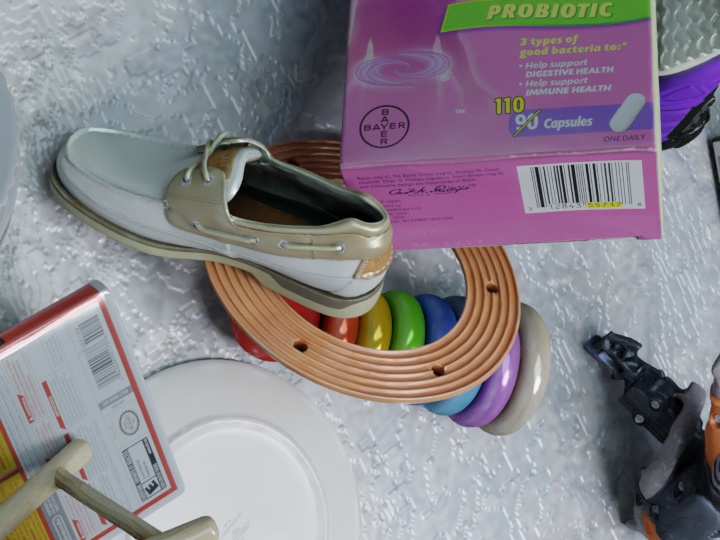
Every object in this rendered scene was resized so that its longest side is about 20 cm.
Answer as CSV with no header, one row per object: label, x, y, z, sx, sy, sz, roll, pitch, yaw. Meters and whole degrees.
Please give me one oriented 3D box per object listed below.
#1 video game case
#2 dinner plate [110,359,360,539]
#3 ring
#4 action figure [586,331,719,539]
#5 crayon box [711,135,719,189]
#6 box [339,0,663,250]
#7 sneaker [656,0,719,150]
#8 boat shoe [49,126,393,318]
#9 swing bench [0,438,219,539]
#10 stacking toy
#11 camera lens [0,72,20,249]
video game case,-0.197,0.111,0.912,0.199,0.017,0.144,-31,125,-22
dinner plate,-0.080,0.153,1.024,0.199,0.024,0.201,2,86,-32
ring,0.000,0.000,1.029,0.199,0.019,0.201,13,46,-13
action figure,0.215,0.118,1.132,0.200,0.194,0.105,41,56,12
crayon box,0.354,-0.015,1.288,0.172,0.058,0.201,-12,93,-33
box,0.086,-0.123,1.021,0.097,0.175,0.201,70,20,-58
sneaker,0.200,-0.124,1.123,0.099,0.200,0.070,24,61,-31
boat shoe,-0.075,-0.043,0.971,0.199,0.069,0.075,19,47,1
swing bench,-0.163,0.230,0.871,0.200,0.129,0.200,-31,123,-31
stacking toy,0.014,0.045,1.063,0.199,0.085,0.086,12,80,-26
camera lens,-0.251,-0.028,0.816,0.159,0.200,0.161,9,68,-22
